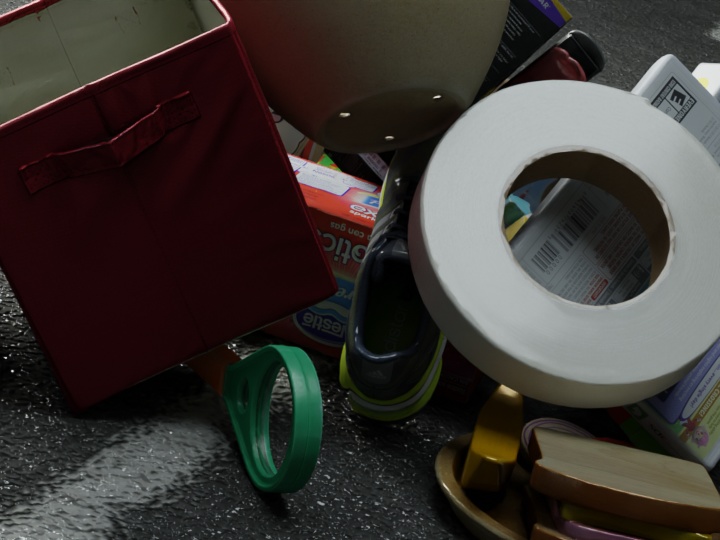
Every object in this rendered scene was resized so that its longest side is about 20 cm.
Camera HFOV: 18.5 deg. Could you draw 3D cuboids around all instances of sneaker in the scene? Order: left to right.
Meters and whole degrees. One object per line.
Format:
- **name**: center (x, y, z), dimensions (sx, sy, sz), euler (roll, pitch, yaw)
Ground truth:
- **sneaker**: center (0.036, -0.010, 1.334), dimensions (0.074, 0.200, 0.081), euler (10, -19, 5)

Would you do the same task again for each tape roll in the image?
- **tape roll**: center (0.128, -0.018, 1.293), dimensions (0.203, 0.037, 0.203), euler (5, 63, -10)

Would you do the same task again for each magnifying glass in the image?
- **magnifying glass**: center (-0.063, 0.069, 1.251), dimensions (0.022, 0.080, 0.200), euler (4, 11, -24)

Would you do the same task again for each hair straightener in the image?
- **hair straightener**: center (0.102, -0.103, 1.550), dimensions (0.041, 0.200, 0.077), euler (46, 41, 1)

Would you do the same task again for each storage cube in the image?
- **storage cube**: center (-0.137, -0.056, 1.270), dimensions (0.171, 0.180, 0.200), euler (-25, 28, -6)

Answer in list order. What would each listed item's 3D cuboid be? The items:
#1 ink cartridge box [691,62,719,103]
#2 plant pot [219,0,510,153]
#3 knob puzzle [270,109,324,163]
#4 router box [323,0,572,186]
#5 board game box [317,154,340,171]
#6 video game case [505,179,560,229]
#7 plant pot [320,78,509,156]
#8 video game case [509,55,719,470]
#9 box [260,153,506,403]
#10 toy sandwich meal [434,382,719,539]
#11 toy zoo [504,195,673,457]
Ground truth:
- **ink cartridge box**: center (0.259, -0.044, 1.500), dimensions (0.198, 0.200, 0.047), euler (45, -10, -37)
- **plant pot**: center (0.006, -0.148, 1.316), dimensions (0.200, 0.200, 0.135), euler (1, 67, -37)
- **knob puzzle**: center (-0.099, -0.164, 1.679), dimensions (0.220, 0.220, 0.030), euler (19, 23, 11)
- **router box**: center (0.055, -0.125, 1.507), dimensions (0.052, 0.157, 0.200), euler (49, -6, -1)
- **board game box**: center (0.053, -0.025, 1.639), dimensions (0.200, 0.048, 0.102), euler (17, 18, 4)
- **video game case**: center (0.168, -0.024, 1.516), dimensions (0.200, 0.182, 0.022), euler (7, 22, -24)
- **plant pot**: center (0.023, -0.173, 1.754), dimensions (0.200, 0.175, 0.200), euler (-8, 20, 3)
- **video game case**: center (0.199, -0.006, 1.372), dimensions (0.182, 0.200, 0.022), euler (44, -28, -7)
- **box**: center (0.000, 0.000, 1.445), dimensions (0.200, 0.096, 0.100), euler (19, 19, 8)
- **toy sandwich meal**: center (0.135, 0.119, 1.248), dimensions (0.205, 0.070, 0.205), euler (14, 18, -5)
- **toy zoo**: center (0.148, 0.033, 1.416), dimensions (0.200, 0.020, 0.131), euler (51, 20, -4)
